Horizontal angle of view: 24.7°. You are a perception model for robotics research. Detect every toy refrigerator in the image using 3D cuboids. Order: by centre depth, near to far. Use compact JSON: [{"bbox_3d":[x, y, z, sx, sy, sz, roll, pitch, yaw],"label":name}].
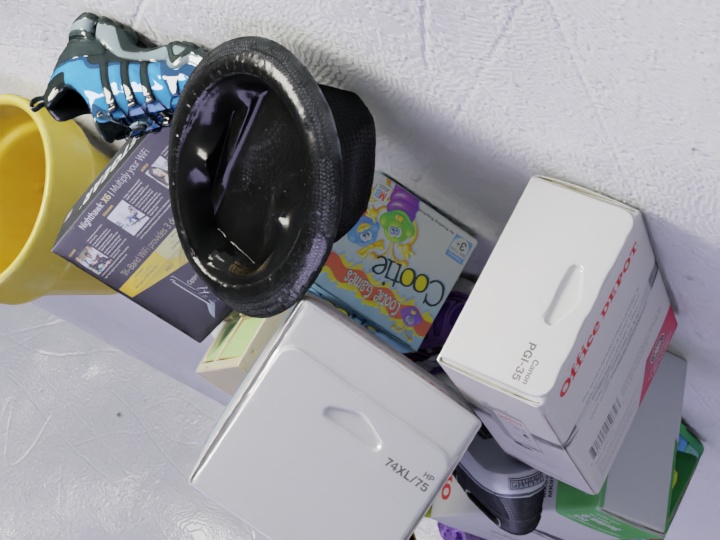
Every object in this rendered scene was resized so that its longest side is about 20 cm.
[{"bbox_3d":[-0.082,0.067,1.390,0.070,0.076,0.200,33,168,-10],"label":"toy refrigerator"}]

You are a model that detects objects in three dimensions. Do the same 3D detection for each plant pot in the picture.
[{"bbox_3d":[-0.311,-0.057,1.672,0.200,0.203,0.188,18,180,41],"label":"plant pot"}]

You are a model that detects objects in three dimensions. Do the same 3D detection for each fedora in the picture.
[{"bbox_3d":[-0.050,-0.068,1.135,0.091,0.203,0.200,-13,-160,-40],"label":"fedora"}]

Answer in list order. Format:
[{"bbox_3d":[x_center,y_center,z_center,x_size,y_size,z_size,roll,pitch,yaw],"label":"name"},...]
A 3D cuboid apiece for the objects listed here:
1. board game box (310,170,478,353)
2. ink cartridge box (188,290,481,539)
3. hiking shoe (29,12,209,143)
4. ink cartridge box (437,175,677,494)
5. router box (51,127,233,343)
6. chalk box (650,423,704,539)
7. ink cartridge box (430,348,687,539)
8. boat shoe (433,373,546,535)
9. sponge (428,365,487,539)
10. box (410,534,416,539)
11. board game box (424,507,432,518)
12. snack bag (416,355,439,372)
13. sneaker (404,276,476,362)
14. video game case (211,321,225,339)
[{"bbox_3d":[0.000,0.000,1.352,0.104,0.104,0.200,34,168,-12],"label":"board game box"},{"bbox_3d":[-0.020,0.115,1.164,0.146,0.147,0.200,34,180,-2],"label":"ink cartridge box"},{"bbox_3d":[-0.156,-0.126,1.238,0.199,0.087,0.074,20,165,37],"label":"hiking shoe"},{"bbox_3d":[0.140,0.047,1.117,0.082,0.148,0.200,22,165,26],"label":"ink cartridge box"},{"bbox_3d":[-0.142,-0.045,1.369,0.156,0.053,0.200,33,130,-18],"label":"router box"},{"bbox_3d":[0.224,0.175,1.502,0.199,0.126,0.124,18,164,46],"label":"chalk box"},{"bbox_3d":[0.156,0.138,1.325,0.084,0.148,0.199,23,157,-33],"label":"ink cartridge box"},{"bbox_3d":[0.089,0.140,1.283,0.068,0.057,0.200,-11,-158,-13],"label":"boat shoe"},{"bbox_3d":[0.098,0.180,1.432,0.030,0.202,0.111,-11,-176,35],"label":"sponge"},{"bbox_3d":[-0.021,0.188,1.407,0.049,0.161,0.200,-17,177,18],"label":"box"},{"bbox_3d":[0.043,0.157,1.452,0.047,0.103,0.200,-11,163,19],"label":"board game box"},{"bbox_3d":[0.027,0.079,1.557,0.198,0.022,0.188,3,-170,-24],"label":"snack bag"},{"bbox_3d":[0.072,0.053,1.450,0.199,0.084,0.080,13,160,50],"label":"sneaker"},{"bbox_3d":[-0.046,0.137,1.595,0.200,0.022,0.182,35,-167,-46],"label":"video game case"}]
